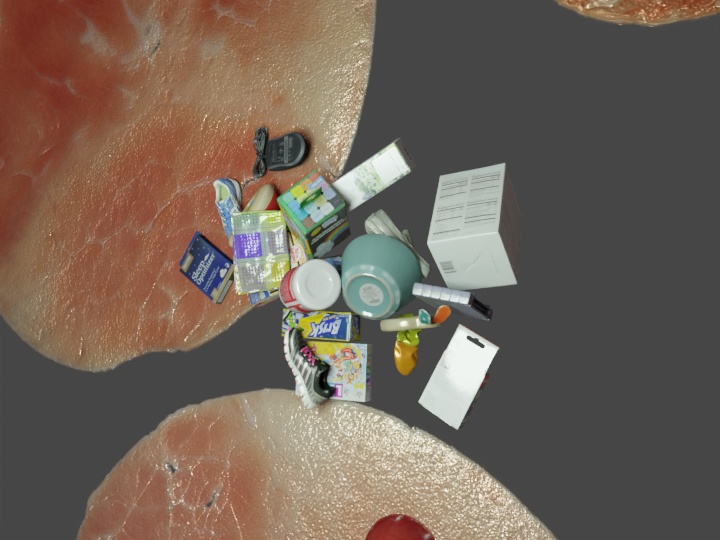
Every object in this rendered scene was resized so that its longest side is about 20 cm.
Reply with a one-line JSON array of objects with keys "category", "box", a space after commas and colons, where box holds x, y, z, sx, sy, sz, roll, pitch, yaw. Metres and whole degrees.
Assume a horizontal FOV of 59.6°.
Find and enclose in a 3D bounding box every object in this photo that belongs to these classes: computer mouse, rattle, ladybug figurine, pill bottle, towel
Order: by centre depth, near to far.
[{"category": "rattle", "box": [0.128, 0.155, 1.377, 0.199, 0.128, 0.146, -7, 70, 55]}, {"category": "pill bottle", "box": [-0.126, 0.042, 1.469, 0.199, 0.110, 0.115, 162, 107, -67]}, {"category": "towel", "box": [-0.247, -0.046, 1.567, 0.140, 0.023, 0.205, -4, 95, -10]}, {"category": "ladybug figurine", "box": [-0.270, -0.136, 1.643, 0.202, 0.071, 0.135, -62, 19, -16]}, {"category": "computer mouse", "box": [-0.205, -0.316, 1.670, 0.197, 0.052, 0.142, 3, 88, 40]}]

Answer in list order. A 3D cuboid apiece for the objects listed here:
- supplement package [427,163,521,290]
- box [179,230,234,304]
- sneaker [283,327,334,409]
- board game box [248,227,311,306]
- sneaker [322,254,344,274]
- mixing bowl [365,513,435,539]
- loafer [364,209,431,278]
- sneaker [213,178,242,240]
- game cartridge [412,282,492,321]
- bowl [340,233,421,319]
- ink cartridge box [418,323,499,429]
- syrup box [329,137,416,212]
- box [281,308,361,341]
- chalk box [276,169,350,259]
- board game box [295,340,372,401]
[{"category": "supplement package", "box": [0.243, -0.088, 1.310, 0.148, 0.153, 0.202, -7, 46, 26]}, {"category": "box", "box": [-0.435, -0.013, 1.765, 0.199, 0.032, 0.122, 37, 102, 26]}, {"category": "sneaker", "box": [-0.119, 0.226, 1.513, 0.086, 0.074, 0.204, -20, 87, 19]}, {"category": "board game box", "box": [-0.216, -0.012, 1.643, 0.197, 0.046, 0.154, -23, 75, 23]}, {"category": "sneaker", "box": [0.000, 0.000, 1.527, 0.197, 0.075, 0.080, -2, 97, 33]}, {"category": "mixing bowl", "box": [0.071, 0.658, 1.397, 0.196, 0.108, 0.205, -3, 83, 27]}, {"category": "loafer", "box": [0.096, -0.066, 1.476, 0.070, 0.070, 0.200, -42, 78, -15]}, {"category": "sneaker", "box": [-0.359, -0.156, 1.714, 0.075, 0.077, 0.204, -21, 77, 22]}, {"category": "game cartridge", "box": [0.198, 0.065, 1.337, 0.128, 0.199, 0.039, 15, 83, 27]}, {"category": "bowl", "box": [0.032, 0.030, 1.426, 0.197, 0.105, 0.204, 10, 123, 16]}, {"category": "ink cartridge box", "box": [0.222, 0.233, 1.393, 0.108, 0.050, 0.203, 30, 98, 27]}, {"category": "syrup box", "box": [0.028, -0.226, 1.507, 0.198, 0.082, 0.079, -31, 100, 22]}, {"category": "box", "box": [-0.096, 0.134, 1.558, 0.196, 0.064, 0.072, 1, 86, 28]}, {"category": "chalk box", "box": [-0.111, -0.139, 1.499, 0.124, 0.201, 0.124, -36, 67, -11]}, {"category": "board game box", "box": [-0.067, 0.245, 1.548, 0.196, 0.034, 0.138, -1, 85, 27]}]
